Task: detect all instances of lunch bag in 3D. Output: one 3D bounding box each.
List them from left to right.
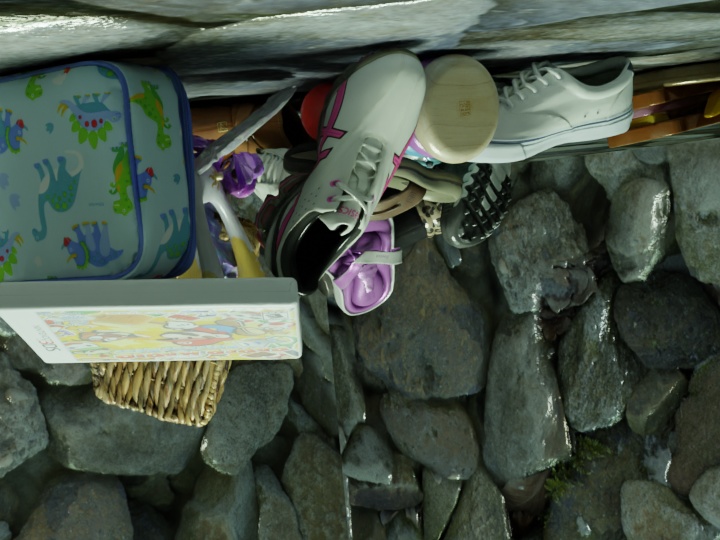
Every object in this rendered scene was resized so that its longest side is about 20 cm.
[{"bbox_3d":[-0.211,-0.060,1.023,0.200,0.161,0.082,-5,-179,32],"label":"lunch bag"}]

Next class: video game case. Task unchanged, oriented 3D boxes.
[{"bbox_3d":[-0.142,0.038,1.036,0.200,0.023,0.182,-1,165,-2],"label":"video game case"}]

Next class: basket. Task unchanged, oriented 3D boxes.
[{"bbox_3d":[-0.189,0.036,1.444,0.143,0.200,0.149,14,-172,-1],"label":"basket"}]

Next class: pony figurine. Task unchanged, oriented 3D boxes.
[{"bbox_3d":[-0.133,-0.074,1.159,0.166,0.200,0.193,-10,-165,14],"label":"pony figurine"}]

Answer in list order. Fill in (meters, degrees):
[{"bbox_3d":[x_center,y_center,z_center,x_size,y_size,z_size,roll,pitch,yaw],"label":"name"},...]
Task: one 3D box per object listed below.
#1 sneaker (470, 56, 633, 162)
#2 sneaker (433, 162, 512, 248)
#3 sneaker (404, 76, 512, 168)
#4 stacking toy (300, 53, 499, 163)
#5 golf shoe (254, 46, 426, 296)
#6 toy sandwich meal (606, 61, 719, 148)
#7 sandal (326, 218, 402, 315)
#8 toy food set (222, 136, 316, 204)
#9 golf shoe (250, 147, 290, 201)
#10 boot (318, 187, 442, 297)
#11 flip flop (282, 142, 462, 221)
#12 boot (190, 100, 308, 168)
[{"bbox_3d":[0.148,-0.144,1.244,0.200,0.071,0.073,-16,-147,-27],"label":"sneaker"},{"bbox_3d":[0.098,-0.096,1.375,0.090,0.200,0.066,-7,136,33],"label":"sneaker"},{"bbox_3d":[0.069,-0.131,1.334,0.200,0.086,0.078,-5,-178,22],"label":"sneaker"},{"bbox_3d":[0.022,-0.133,1.206,0.085,0.086,0.200,-6,-172,-35],"label":"stacking toy"},{"bbox_3d":[-0.005,-0.069,1.076,0.073,0.200,0.092,17,-153,-29],"label":"golf shoe"},{"bbox_3d":[0.346,-0.168,1.477,0.205,0.070,0.205,-5,-178,0],"label":"toy sandwich meal"},{"bbox_3d":[0.006,-0.004,1.310,0.082,0.050,0.203,-33,156,-3],"label":"sandal"},{"bbox_3d":[-0.050,-0.107,1.488,0.200,0.060,0.144,-23,-167,-2],"label":"toy food set"},{"bbox_3d":[-0.067,-0.078,1.304,0.097,0.078,0.200,20,173,2],"label":"golf shoe"},{"bbox_3d":[0.002,-0.054,1.459,0.150,0.073,0.200,-27,-159,-3],"label":"boot"},{"bbox_3d":[0.015,-0.068,1.207,0.081,0.058,0.200,14,-178,35],"label":"flip flop"},{"bbox_3d":[-0.126,-0.131,1.419,0.155,0.077,0.200,-9,174,10],"label":"boot"}]
